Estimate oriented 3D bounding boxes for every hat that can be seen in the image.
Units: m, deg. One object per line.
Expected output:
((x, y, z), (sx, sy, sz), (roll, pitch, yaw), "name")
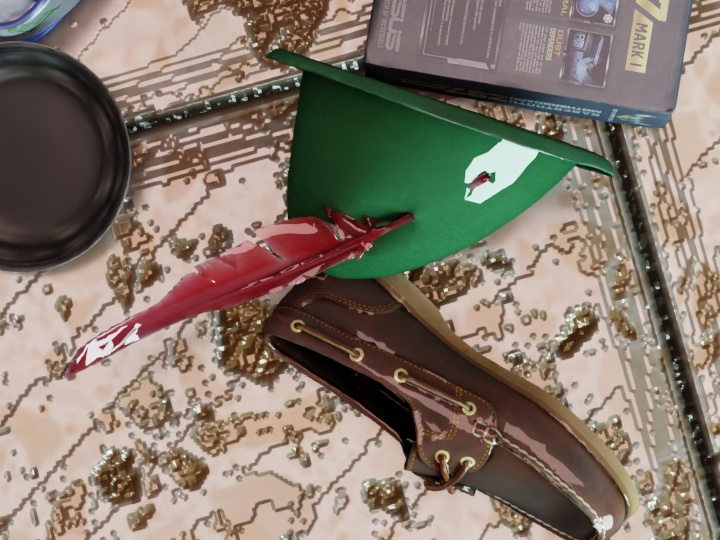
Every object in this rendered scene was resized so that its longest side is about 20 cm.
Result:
((0.000, 0.000, 1.192), (0.200, 0.166, 0.176), (19, 92, 11), "hat")

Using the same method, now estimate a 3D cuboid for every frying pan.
((-0.184, -0.023, 1.257), (0.115, 0.031, 0.190), (26, 100, 5), "frying pan")

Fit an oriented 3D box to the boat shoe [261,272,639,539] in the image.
((0.041, 0.073, 1.220), (0.200, 0.070, 0.070), (37, 57, 11), "boat shoe")

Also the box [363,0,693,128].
((0.094, -0.182, 1.250), (0.157, 0.051, 0.200), (9, 86, 2), "box")

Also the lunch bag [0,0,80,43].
((-0.204, -0.216, 1.249), (0.200, 0.076, 0.160), (40, 90, 3), "lunch bag")
